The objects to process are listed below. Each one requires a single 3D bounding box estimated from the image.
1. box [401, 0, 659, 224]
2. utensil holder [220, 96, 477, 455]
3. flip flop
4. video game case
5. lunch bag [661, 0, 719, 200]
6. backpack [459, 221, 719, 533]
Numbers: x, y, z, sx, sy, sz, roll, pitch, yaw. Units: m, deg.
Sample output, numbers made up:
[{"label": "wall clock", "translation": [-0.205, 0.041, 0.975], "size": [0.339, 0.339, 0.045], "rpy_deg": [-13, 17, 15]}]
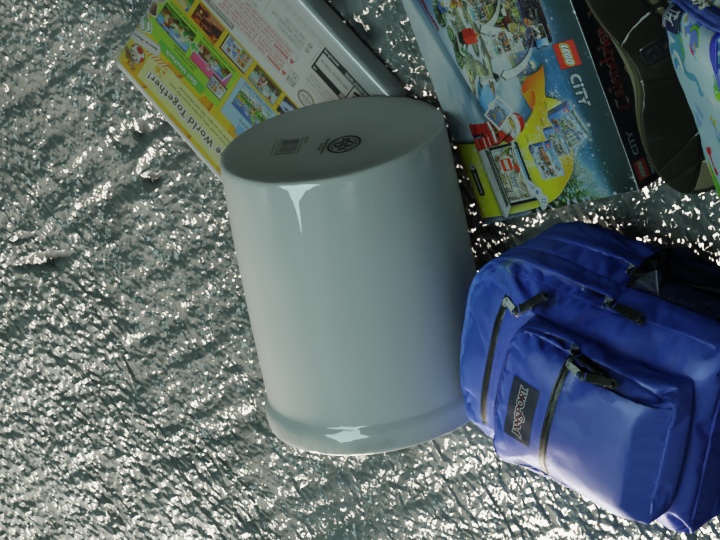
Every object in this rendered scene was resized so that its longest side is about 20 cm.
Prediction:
[{"label": "box", "translation": [0.109, -0.139, 1.606], "size": [0.136, 0.038, 0.200], "rpy_deg": [-12, 103, 43]}, {"label": "utensil holder", "translation": [0.000, 0.000, 1.667], "size": [0.170, 0.170, 0.201], "rpy_deg": [8, 120, 37]}, {"label": "flip flop", "translation": [0.192, -0.139, 1.516], "size": [0.081, 0.058, 0.200], "rpy_deg": [-26, 114, 12]}, {"label": "video game case", "translation": [-0.076, -0.142, 1.773], "size": [0.200, 0.023, 0.182], "rpy_deg": [48, 133, 10]}, {"label": "lunch bag", "translation": [0.252, -0.077, 1.423], "size": [0.161, 0.082, 0.200], "rpy_deg": [-121, 10, -69]}, {"label": "backpack", "translation": [0.158, 0.060, 1.579], "size": [0.200, 0.168, 0.163], "rpy_deg": [29, 120, 31]}]
